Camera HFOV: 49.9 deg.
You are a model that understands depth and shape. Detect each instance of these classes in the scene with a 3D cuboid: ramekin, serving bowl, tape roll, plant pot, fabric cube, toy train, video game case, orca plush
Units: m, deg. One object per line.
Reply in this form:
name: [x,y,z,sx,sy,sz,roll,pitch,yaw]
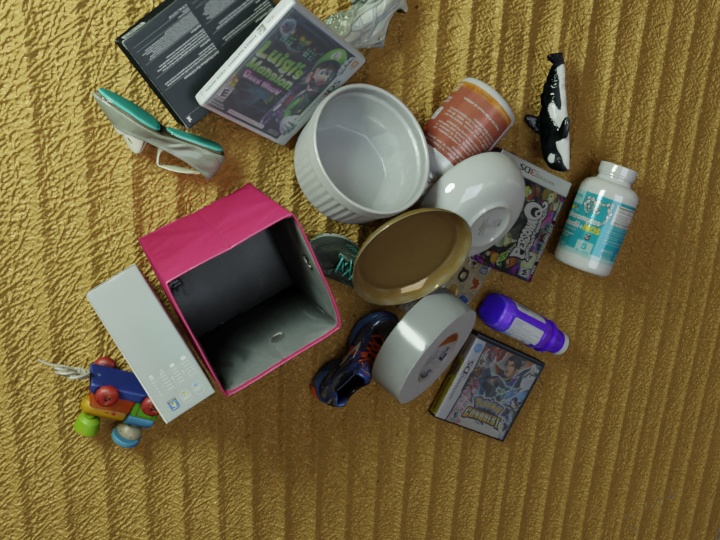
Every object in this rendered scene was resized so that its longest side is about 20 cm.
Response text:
ramekin: [-0.005,-0.164,1.154,0.199,0.105,0.202,9,73,-29]
serving bowl: [0.190,-0.091,1.248,0.199,0.066,0.201,-23,143,-18]
tape roll: [0.109,0.128,1.315,0.200,0.066,0.201,-41,157,-22]
plant pot: [0.076,-0.024,1.185,0.198,0.028,0.201,-16,141,-13]
fabric cube: [-0.175,0.018,1.118,0.199,0.199,0.197,-30,118,-14]
toy train: [-0.396,0.195,1.146,0.199,0.085,0.116,19,112,-31]
video game case: [-0.103,-0.265,1.064,0.182,0.023,0.200,-43,156,16]
video game case: [0.273,-0.097,1.394,0.180,0.036,0.201,19,96,-30]
video game case: [0.250,0.229,1.511,0.199,0.025,0.182,25,96,-31]
orca plush: [0.322,-0.271,1.342,0.070,0.105,0.202,-4,117,8]

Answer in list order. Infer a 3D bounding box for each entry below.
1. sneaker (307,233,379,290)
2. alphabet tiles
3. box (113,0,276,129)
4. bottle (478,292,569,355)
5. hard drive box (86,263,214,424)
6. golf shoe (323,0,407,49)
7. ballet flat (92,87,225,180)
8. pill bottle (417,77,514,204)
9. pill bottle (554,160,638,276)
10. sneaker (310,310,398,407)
sneaker: [0.000,0.000,1.262,0.199,0.091,0.078,21,97,-31]
alphabet tiles: [0.155,0.007,1.394,0.166,0.006,0.201,34,91,-32]
box: [-0.208,-0.313,1.052,0.200,0.079,0.142,-41,119,-9]
bottle: [0.316,0.107,1.466,0.199,0.083,0.066,26,95,-32]
hard drive box: [-0.287,0.101,1.074,0.076,0.156,0.201,-33,94,-12]
golf shoe: [-0.002,-0.351,1.147,0.200,0.078,0.097,-49,128,-1]
ballet flat: [-0.283,-0.180,1.071,0.199,0.067,0.064,24,107,-30]
pill bottle: [0.147,-0.203,1.252,0.200,0.112,0.112,-49,122,-3]
pill bottle: [0.446,-0.098,1.442,0.110,0.111,0.202,13,101,-30]
sneaker: [0.003,0.158,1.328,0.075,0.078,0.201,38,89,-32]
